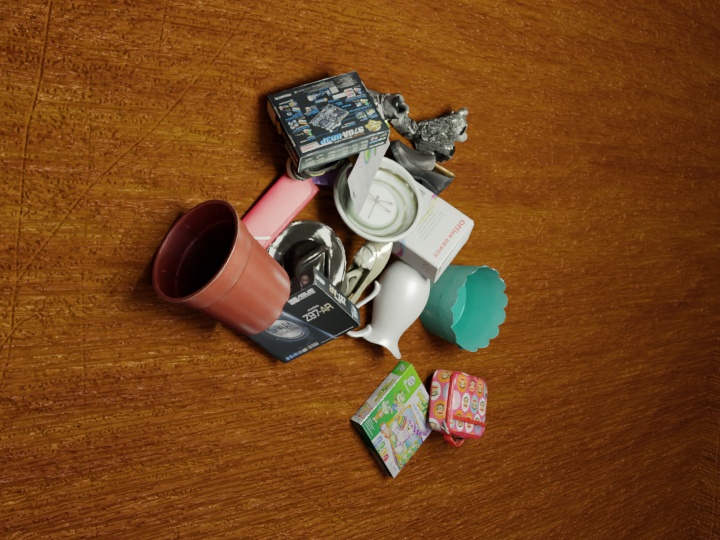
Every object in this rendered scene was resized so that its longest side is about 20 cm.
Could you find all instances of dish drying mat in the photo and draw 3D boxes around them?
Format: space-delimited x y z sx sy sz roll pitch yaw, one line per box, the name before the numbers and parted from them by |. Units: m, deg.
dish drying mat | -0.169 -0.117 1.467 0.077 0.018 0.201 46 75 -19

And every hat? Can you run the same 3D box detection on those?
hat | -0.102 -0.005 1.479 0.196 0.081 0.206 1 87 -24

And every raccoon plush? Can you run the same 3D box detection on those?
raccoon plush | 0.171 -0.345 1.692 0.199 0.096 0.136 38 66 -38

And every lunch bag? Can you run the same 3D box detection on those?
lunch bag | 0.245 0.350 1.860 0.199 0.081 0.180 23 71 -50

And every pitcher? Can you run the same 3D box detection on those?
pitcher | 0.059 0.075 1.664 0.169 0.121 0.203 22 96 -28

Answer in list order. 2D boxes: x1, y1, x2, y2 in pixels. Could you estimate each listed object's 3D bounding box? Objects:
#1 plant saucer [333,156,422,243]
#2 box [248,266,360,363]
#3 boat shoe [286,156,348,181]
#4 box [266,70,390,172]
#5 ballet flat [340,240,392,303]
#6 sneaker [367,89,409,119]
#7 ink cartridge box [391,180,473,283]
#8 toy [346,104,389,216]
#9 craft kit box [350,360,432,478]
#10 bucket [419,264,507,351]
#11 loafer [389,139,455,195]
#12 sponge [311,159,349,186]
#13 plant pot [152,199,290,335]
plant saucer | 0.032 -0.143 1.557 0.195 0.050 0.204 7 65 -15
box | -0.122 0.093 1.459 0.160 0.197 0.044 45 28 -39
boat shoe | -0.058 -0.238 1.485 0.200 0.060 0.073 -38 114 -33
box | -0.063 -0.292 1.432 0.197 0.161 0.046 -21 157 -20
ballet flat | 0.000 0.000 1.574 0.069 0.070 0.202 14 116 -40
sneaker | 0.023 -0.356 1.540 0.197 0.114 0.077 0 99 -41
ink cartridge box | 0.129 -0.093 1.625 0.145 0.198 0.085 -49 164 -21
toy | 0.004 -0.227 1.507 0.116 0.046 0.203 71 39 -54
craft kit box | 0.090 0.359 1.784 0.198 0.048 0.202 -47 125 -27
bucket | 0.247 0.083 1.804 0.204 0.134 0.212 -9 105 -38
loafer | 0.139 -0.244 1.677 0.199 0.072 0.074 31 35 -45
sponge | -0.034 -0.233 1.571 0.197 0.030 0.114 2 97 -40
plant pot | -0.239 0.010 1.348 0.195 0.198 0.203 42 71 -45
